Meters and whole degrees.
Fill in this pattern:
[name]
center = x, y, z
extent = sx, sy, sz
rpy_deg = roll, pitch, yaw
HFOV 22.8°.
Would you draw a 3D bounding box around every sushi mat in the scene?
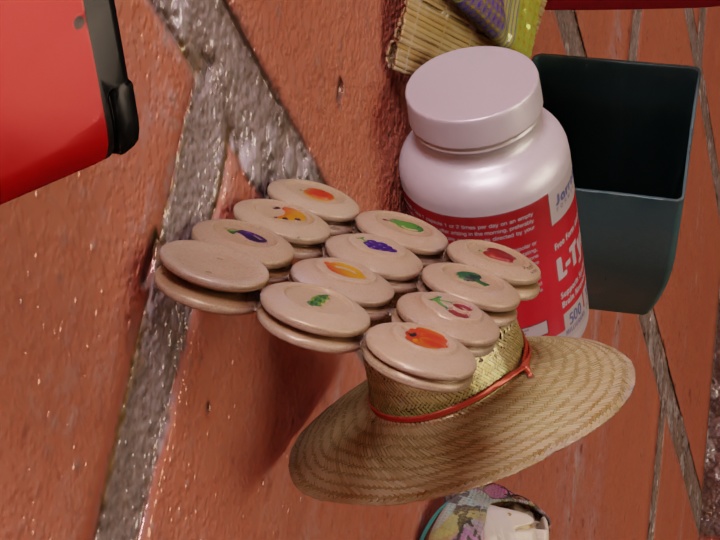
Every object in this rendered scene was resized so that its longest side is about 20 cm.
[sushi mat]
center = 0.074, -0.163, 1.191
extent = 0.200, 0.012, 0.097
rpy_deg = 11, 95, -61

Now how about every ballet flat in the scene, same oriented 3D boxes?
[ballet flat]
center = 0.100, 0.192, 1.295
extent = 0.200, 0.070, 0.070
rpy_deg = -2, 94, -72

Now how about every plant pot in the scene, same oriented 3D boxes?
[plant pot]
center = 0.208, -0.060, 1.517
extent = 0.201, 0.140, 0.142
rpy_deg = 80, 20, -54

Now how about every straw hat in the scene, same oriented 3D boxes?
[straw hat]
center = 0.043, 0.039, 0.940
extent = 0.201, 0.199, 0.086
rpy_deg = -51, 128, -62

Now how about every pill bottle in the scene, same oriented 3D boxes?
[pill bottle]
center = 0.086, -0.039, 1.161
extent = 0.113, 0.111, 0.201
rpy_deg = -68, 154, -47

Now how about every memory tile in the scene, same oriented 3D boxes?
[memory tile]
center = 0.000, 0.000, 0.840
extent = 0.200, 0.152, 0.017
rpy_deg = -42, 150, -68

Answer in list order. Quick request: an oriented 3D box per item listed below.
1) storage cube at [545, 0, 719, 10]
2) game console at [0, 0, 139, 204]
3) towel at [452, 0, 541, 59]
[storage cube]
center = 0.185, -0.302, 1.339
extent = 0.171, 0.178, 0.202
rpy_deg = 33, 59, -69
[game console]
center = -0.145, -0.133, 0.583
extent = 0.172, 0.118, 0.202
rpy_deg = -27, 122, -34
[towel]
center = 0.093, -0.233, 1.151
extent = 0.200, 0.023, 0.145
rpy_deg = 37, 71, -60
